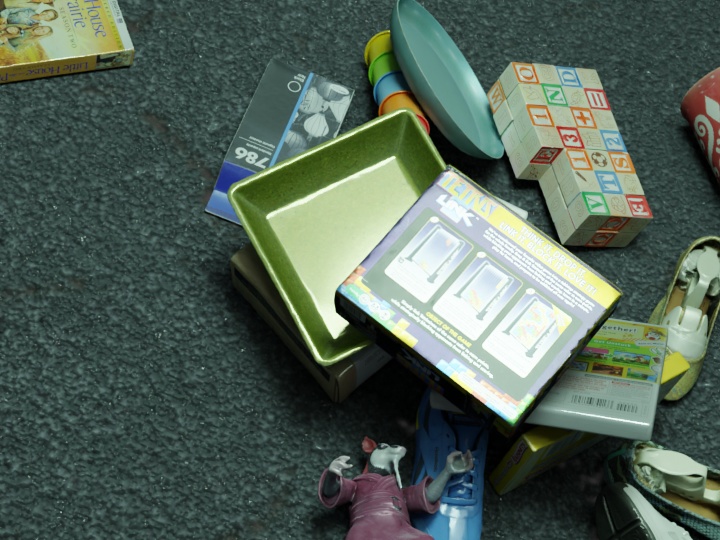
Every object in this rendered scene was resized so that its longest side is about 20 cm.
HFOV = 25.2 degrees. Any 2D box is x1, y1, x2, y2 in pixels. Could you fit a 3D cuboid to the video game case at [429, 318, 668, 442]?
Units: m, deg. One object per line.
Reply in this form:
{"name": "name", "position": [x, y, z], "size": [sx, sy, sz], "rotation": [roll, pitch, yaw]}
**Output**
{"name": "video game case", "position": [0.180, 0.090, 1.502], "size": [0.199, 0.023, 0.182], "rotation": [8, 29, 12]}

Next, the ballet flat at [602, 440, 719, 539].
{"name": "ballet flat", "position": [0.333, 0.215, 1.549], "size": [0.199, 0.074, 0.074], "rotation": [18, 55, -4]}

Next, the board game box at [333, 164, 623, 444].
{"name": "board game box", "position": [0.103, 0.028, 1.432], "size": [0.200, 0.057, 0.165], "rotation": [38, 70, 14]}

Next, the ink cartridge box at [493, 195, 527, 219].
{"name": "ink cartridge box", "position": [0.060, -0.005, 1.641], "size": [0.160, 0.047, 0.200], "rotation": [26, 71, 1]}

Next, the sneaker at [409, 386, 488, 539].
{"name": "sneaker", "position": [0.086, 0.181, 1.496], "size": [0.066, 0.078, 0.201], "rotation": [9, 57, -12]}

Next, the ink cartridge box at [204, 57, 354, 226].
{"name": "ink cartridge box", "position": [-0.082, -0.127, 1.673], "size": [0.099, 0.039, 0.200], "rotation": [21, 55, -3]}

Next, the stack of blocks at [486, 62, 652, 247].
{"name": "stack of blocks", "position": [0.224, -0.125, 1.732], "size": [0.115, 0.059, 0.200], "rotation": [1, 57, -29]}

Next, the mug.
{"name": "mug", "position": [0.469, -0.122, 1.773], "size": [0.177, 0.134, 0.200], "rotation": [-8, 64, -18]}

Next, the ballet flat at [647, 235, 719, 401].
{"name": "ballet flat", "position": [0.341, 0.042, 1.665], "size": [0.071, 0.071, 0.200], "rotation": [26, 55, 2]}

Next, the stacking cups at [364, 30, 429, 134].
{"name": "stacking cups", "position": [0.044, -0.175, 1.692], "size": [0.060, 0.061, 0.200], "rotation": [5, 39, -13]}

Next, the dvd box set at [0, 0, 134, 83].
{"name": "dvd box set", "position": [-0.353, -0.265, 1.689], "size": [0.199, 0.029, 0.147], "rotation": [-11, 61, -21]}

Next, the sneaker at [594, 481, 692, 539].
{"name": "sneaker", "position": [0.308, 0.276, 1.510], "size": [0.115, 0.076, 0.201], "rotation": [-21, 73, -36]}

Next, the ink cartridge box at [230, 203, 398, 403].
{"name": "ink cartridge box", "position": [0.000, 0.000, 1.562], "size": [0.200, 0.075, 0.165], "rotation": [-39, 73, -16]}

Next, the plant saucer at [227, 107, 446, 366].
{"name": "plant saucer", "position": [0.005, -0.027, 1.507], "size": [0.200, 0.048, 0.200], "rotation": [-25, 71, -12]}

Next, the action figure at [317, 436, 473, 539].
{"name": "action figure", "position": [0.024, 0.233, 1.442], "size": [0.134, 0.149, 0.200], "rotation": [10, 35, -8]}

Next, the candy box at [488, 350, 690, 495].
{"name": "candy box", "position": [0.220, 0.146, 1.540], "size": [0.200, 0.102, 0.026], "rotation": [-24, 70, -28]}

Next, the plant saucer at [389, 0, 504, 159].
{"name": "plant saucer", "position": [0.087, -0.200, 1.709], "size": [0.200, 0.027, 0.200], "rotation": [49, 22, -28]}
